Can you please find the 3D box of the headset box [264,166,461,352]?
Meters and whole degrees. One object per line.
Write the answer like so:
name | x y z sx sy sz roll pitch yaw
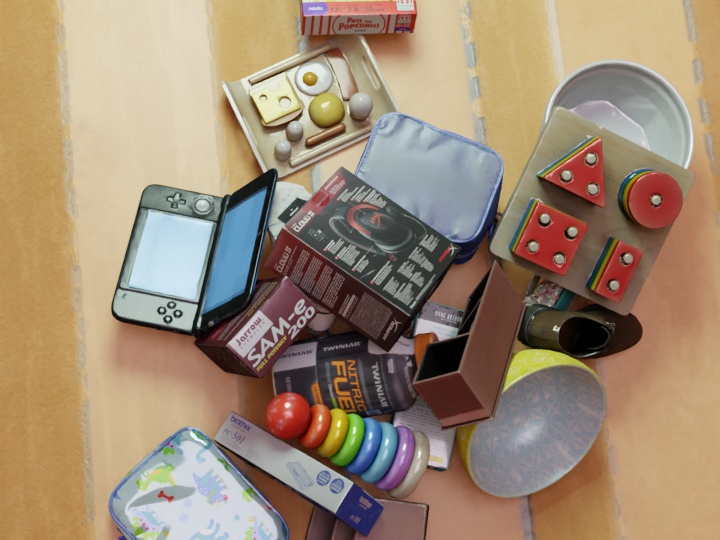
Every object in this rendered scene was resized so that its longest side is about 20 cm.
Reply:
headset box | -0.004 -0.022 1.562 0.199 0.075 0.149 34 44 5

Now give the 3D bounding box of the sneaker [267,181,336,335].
sneaker | -0.079 -0.018 1.648 0.076 0.081 0.201 -8 62 -21

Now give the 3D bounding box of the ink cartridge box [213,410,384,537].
ink cartridge box | -0.074 0.239 1.570 0.199 0.094 0.044 25 76 34

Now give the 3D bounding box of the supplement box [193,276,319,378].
supplement box | -0.128 0.067 1.590 0.061 0.200 0.109 43 77 -11

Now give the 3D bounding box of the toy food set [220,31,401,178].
toy food set | -0.065 -0.223 1.734 0.199 0.060 0.144 -26 82 -11

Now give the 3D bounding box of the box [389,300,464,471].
box | 0.090 0.145 1.679 0.082 0.049 0.201 15 77 -3

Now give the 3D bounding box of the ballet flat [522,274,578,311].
ballet flat | 0.264 0.000 1.723 0.064 0.076 0.200 28 68 32

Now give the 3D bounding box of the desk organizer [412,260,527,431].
desk organizer | 0.131 0.086 1.572 0.077 0.071 0.201 54 37 -26

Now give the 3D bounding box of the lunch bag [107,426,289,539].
lunch bag | -0.197 0.301 1.597 0.161 0.082 0.200 -43 86 -14

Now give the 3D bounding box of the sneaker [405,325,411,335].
sneaker | 0.000 0.000 1.667 0.078 0.112 0.200 -43 86 -13

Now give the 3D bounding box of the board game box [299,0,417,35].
board game box | -0.010 -0.407 1.765 0.150 0.046 0.201 -3 65 -7

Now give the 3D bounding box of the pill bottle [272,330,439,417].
pill bottle | 0.001 0.125 1.614 0.199 0.106 0.107 -11 79 13

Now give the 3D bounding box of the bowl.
bowl | 0.193 0.170 1.645 0.199 0.201 0.108 -29 39 -11

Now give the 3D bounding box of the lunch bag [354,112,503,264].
lunch bag | 0.091 -0.098 1.688 0.199 0.132 0.137 24 78 5

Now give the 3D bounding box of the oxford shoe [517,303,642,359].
oxford shoe | 0.293 0.084 1.670 0.199 0.084 0.073 -1 101 -38

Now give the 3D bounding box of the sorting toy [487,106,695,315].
sorting toy | 0.290 -0.070 1.635 0.199 0.070 0.200 25 95 -7

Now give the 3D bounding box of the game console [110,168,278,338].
game console | -0.202 -0.034 1.624 0.170 0.119 0.201 11 59 -3

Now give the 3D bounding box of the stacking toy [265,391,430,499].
stacking toy | -0.020 0.195 1.564 0.199 0.085 0.086 26 76 -18

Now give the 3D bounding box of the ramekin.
ramekin | 0.325 -0.165 1.743 0.199 0.105 0.202 1 78 -7

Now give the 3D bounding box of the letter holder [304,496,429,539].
letter holder | -0.003 0.374 1.596 0.141 0.101 0.201 8 77 -3
